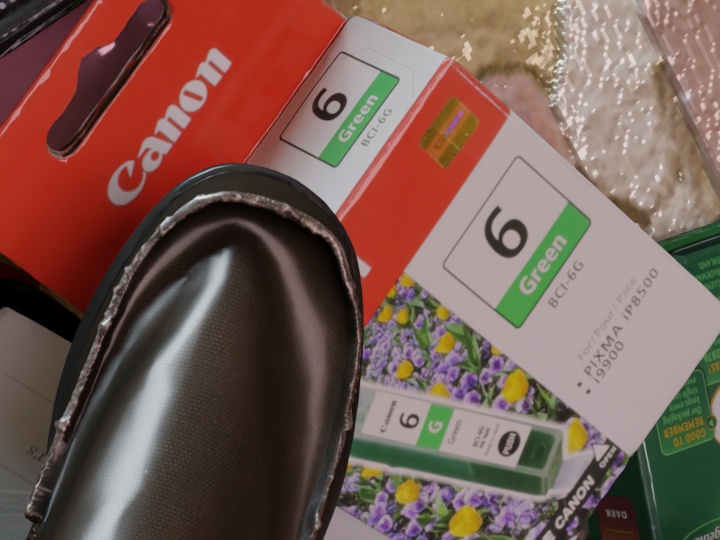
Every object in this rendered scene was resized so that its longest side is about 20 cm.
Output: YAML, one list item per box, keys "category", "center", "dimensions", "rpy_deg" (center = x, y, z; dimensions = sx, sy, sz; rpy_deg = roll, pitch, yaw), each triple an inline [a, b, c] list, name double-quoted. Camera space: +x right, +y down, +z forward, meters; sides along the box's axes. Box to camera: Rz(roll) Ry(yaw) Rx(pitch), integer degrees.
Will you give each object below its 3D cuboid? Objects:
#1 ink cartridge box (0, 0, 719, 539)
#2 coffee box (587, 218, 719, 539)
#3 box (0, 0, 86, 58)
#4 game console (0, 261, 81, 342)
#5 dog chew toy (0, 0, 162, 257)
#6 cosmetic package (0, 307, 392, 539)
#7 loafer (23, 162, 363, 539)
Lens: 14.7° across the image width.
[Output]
- category: "ink cartridge box"
  center: [0.000, 0.000, 0.722]
  dimensions: [0.200, 0.050, 0.109]
  rpy_deg: [39, 84, -39]
- category: "coffee box"
  center: [0.137, 0.084, 0.996]
  dimensions: [0.123, 0.044, 0.201]
  rpy_deg: [-18, 100, -33]
- category: "box"
  center: [-0.115, -0.157, 0.700]
  dimensions: [0.193, 0.047, 0.200]
  rpy_deg: [-38, 94, -39]
- category: "game console"
  center: [-0.108, 0.115, 0.834]
  dimensions: [0.177, 0.031, 0.200]
  rpy_deg: [41, 68, -34]
- category: "dog chew toy"
  center: [-0.096, -0.107, 0.789]
  dimensions: [0.124, 0.124, 0.200]
  rpy_deg: [-22, 95, -34]
- category: "cosmetic package"
  center: [-0.063, 0.153, 0.719]
  dimensions: [0.199, 0.123, 0.200]
  rpy_deg: [31, 73, 0]
- category: "loafer"
  center: [-0.043, 0.070, 0.635]
  dimensions: [0.073, 0.071, 0.200]
  rpy_deg: [17, 79, -7]
